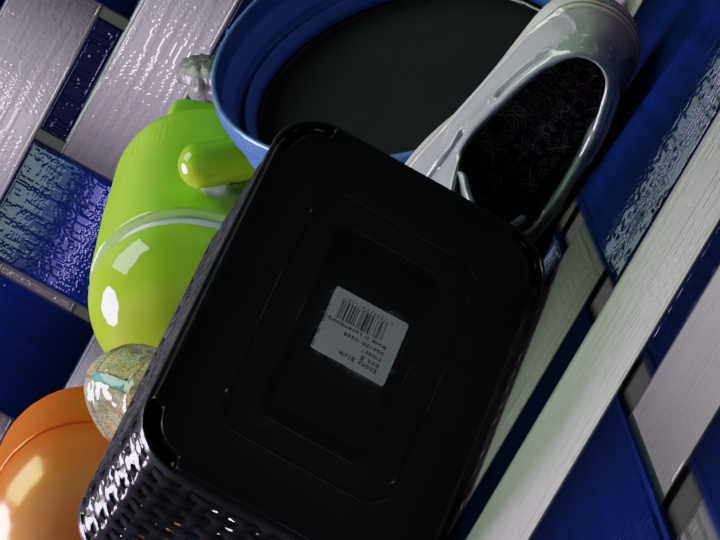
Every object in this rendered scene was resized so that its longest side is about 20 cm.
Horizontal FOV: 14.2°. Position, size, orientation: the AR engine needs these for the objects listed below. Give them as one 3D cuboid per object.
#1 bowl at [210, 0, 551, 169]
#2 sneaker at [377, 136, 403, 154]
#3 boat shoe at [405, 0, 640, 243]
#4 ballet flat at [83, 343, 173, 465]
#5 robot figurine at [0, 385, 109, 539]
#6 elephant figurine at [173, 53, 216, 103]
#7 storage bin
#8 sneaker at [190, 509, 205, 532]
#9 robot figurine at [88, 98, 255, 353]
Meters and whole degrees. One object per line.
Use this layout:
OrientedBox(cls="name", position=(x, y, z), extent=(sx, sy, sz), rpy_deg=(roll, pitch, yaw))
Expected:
OrientedBox(cls="bowl", position=(0.024, -0.104, 1.475), extent=(0.201, 0.200, 0.039), rpy_deg=(-67, -31, -44))
OrientedBox(cls="sneaker", position=(0.000, 0.000, 1.479), extent=(0.200, 0.075, 0.100), rpy_deg=(-49, 4, -31))
OrientedBox(cls="boat shoe", position=(0.059, -0.041, 1.345), extent=(0.201, 0.070, 0.072), rpy_deg=(-55, 5, 29))
OrientedBox(cls="ballet flat", position=(-0.083, 0.085, 1.504), extent=(0.071, 0.071, 0.200), rpy_deg=(-62, -30, -8))
OrientedBox(cls="robot figurine", position=(-0.153, 0.133, 1.629), extent=(0.200, 0.143, 0.117), rpy_deg=(-117, 23, -80))
OrientedBox(cls="elephant figurine", position=(-0.005, -0.126, 1.738), extent=(0.200, 0.155, 0.142), rpy_deg=(-123, 38, -51))
OrientedBox(cls="storage bin", position=(-0.019, 0.052, 1.242), extent=(0.094, 0.135, 0.200), rpy_deg=(-54, 9, 52))
OrientedBox(cls="sneaker", position=(-0.043, 0.102, 1.450), extent=(0.075, 0.087, 0.200), rpy_deg=(-57, 7, 31))
OrientedBox(cls="robot figurine", position=(-0.089, -0.010, 1.611), extent=(0.200, 0.115, 0.176), rpy_deg=(-82, 7, -51))
